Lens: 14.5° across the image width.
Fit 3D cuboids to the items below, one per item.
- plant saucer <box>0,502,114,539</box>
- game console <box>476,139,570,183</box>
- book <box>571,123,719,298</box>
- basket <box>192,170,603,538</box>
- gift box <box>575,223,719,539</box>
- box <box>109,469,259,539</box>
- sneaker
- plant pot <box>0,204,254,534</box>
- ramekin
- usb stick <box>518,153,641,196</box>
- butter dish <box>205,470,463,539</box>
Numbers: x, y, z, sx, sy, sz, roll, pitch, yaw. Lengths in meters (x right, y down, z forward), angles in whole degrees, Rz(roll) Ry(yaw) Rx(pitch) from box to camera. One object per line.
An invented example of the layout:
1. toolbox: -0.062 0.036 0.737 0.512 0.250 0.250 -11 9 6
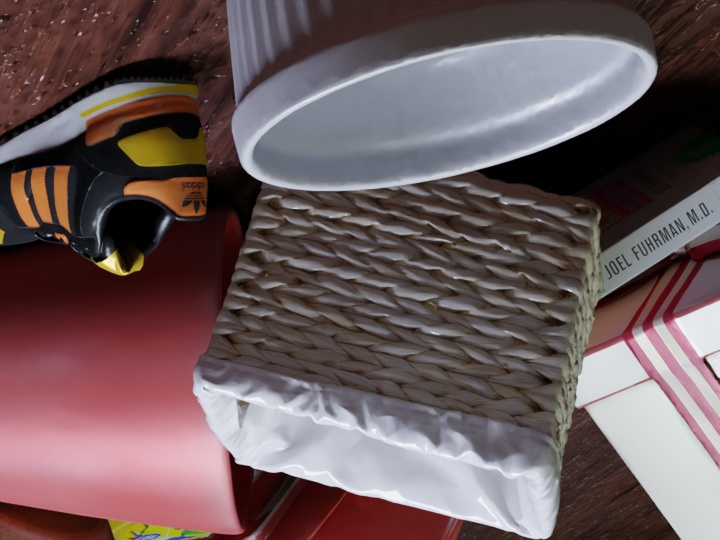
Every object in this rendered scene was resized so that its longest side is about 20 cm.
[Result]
1. plant saucer: -0.234 0.143 1.811 0.200 0.200 0.036 9 114 -56
2. game console: 0.047 -0.095 1.608 0.175 0.117 0.200 17 166 5
3. book: 0.145 -0.014 1.735 0.200 0.048 0.134 -33 -168 -3
4. basket: 0.031 0.038 1.567 0.199 0.161 0.198 15 166 9
5. gift box: 0.243 0.039 1.802 0.184 0.187 0.200 -27 -162 35
6. box: -0.103 0.121 2.117 0.192 0.122 0.200 -6 165 -29
7. sneaker: -0.150 -0.033 1.522 0.070 0.090 0.200 -1 162 -40
8. plant pot: -0.159 0.064 1.726 0.177 0.201 0.200 -2 167 3
9. ramekin: 0.031 -0.118 1.318 0.199 0.105 0.200 -12 166 -3
10. usb stick: 0.181 -0.058 1.847 0.199 0.033 0.055 -6 164 -27
11. butter dish: -0.004 0.184 1.803 0.200 0.148 0.199 -51 -172 -31
